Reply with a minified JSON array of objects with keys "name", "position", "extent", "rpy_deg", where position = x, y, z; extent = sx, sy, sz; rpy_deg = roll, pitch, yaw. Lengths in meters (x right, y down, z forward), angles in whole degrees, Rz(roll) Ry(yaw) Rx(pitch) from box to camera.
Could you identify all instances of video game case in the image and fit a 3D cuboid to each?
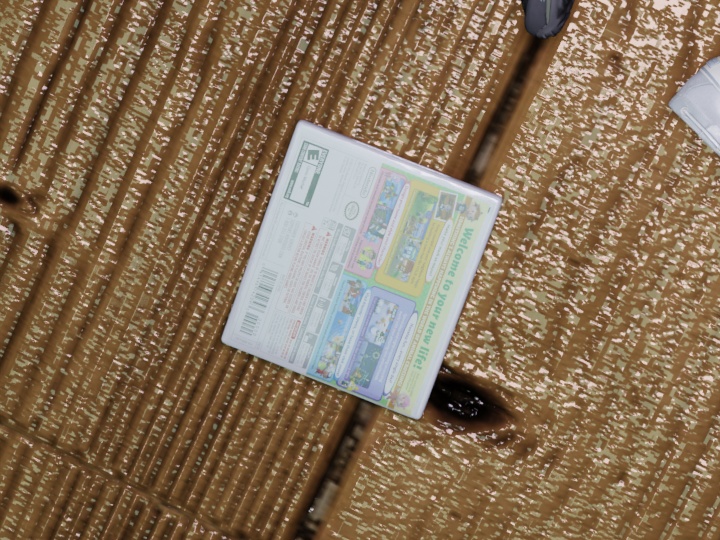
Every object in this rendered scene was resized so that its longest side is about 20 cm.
[{"name":"video game case","position":[0.000,0.000,1.718],"extent":[0.181,0.022,0.201],"rpy_deg":[21,101,4]}]

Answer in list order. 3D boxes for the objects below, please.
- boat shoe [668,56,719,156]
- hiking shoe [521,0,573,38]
[{"name":"boat shoe","position":[0.320,-0.073,1.640],"extent":[0.071,0.070,0.201],"rpy_deg":[-38,87,13]},{"name":"hiking shoe","position":[0.112,-0.278,1.627],"extent":[0.100,0.076,0.202],"rpy_deg":[-9,90,18]}]
